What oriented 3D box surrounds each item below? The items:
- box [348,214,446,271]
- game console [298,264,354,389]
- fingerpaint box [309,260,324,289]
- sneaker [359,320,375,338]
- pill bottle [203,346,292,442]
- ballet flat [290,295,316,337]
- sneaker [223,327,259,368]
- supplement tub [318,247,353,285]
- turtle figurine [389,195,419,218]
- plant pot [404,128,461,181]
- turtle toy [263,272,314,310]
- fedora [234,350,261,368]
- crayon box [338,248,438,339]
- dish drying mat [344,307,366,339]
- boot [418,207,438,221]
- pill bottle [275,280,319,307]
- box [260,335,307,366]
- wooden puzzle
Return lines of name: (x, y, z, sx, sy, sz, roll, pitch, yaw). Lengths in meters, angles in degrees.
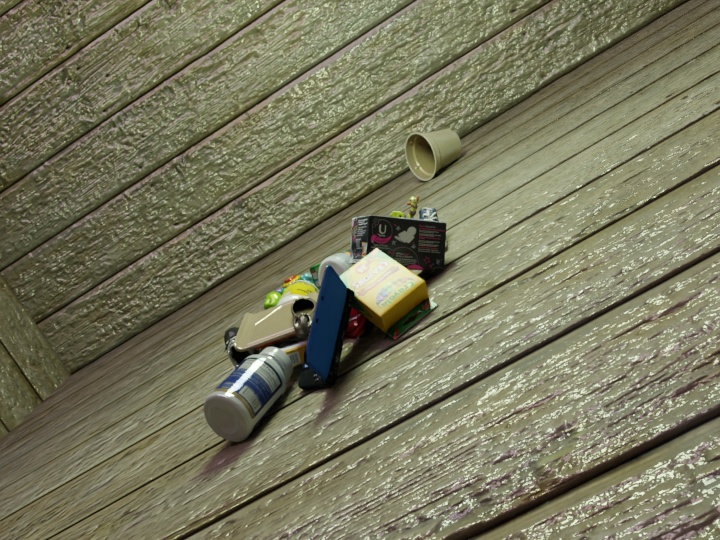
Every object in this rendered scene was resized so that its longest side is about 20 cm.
box: (0.086, -0.064, 1.705, 0.196, 0.117, 0.132, 5, -1, -20)
game console: (-0.090, 0.115, 1.436, 0.169, 0.117, 0.204, -20, 50, 50)
fingerpaint box: (-0.032, -0.015, 2.014, 0.164, 0.075, 0.199, -20, 0, -22)
sneaker: (-0.031, 0.113, 1.611, 0.199, 0.077, 0.113, -41, 20, 28)
pill bottle: (-0.220, 0.242, 1.476, 0.110, 0.112, 0.200, -23, 14, 35)
ballet flat: (-0.127, 0.091, 1.622, 0.066, 0.047, 0.200, -14, 18, 1)
sneaker: (-0.283, 0.184, 1.724, 0.074, 0.089, 0.200, -38, 43, -6)
supplement tub: (0.000, 0.000, 1.825, 0.121, 0.125, 0.198, -19, 3, 46)
turtle figurine: (0.115, -0.101, 1.932, 0.203, 0.064, 0.161, -67, -17, 10)
plant pot: (0.315, -0.498, 3.029, 0.181, 0.204, 0.199, -24, 6, -29)
turtle toy: (-0.199, 0.076, 2.144, 0.199, 0.102, 0.145, -40, 14, -36)
fedora: (-0.272, 0.197, 1.856, 0.175, 0.091, 0.200, -27, 13, 26)
crayon box: (0.051, 0.044, 1.507, 0.126, 0.051, 0.199, -36, 45, -20)
dish drying mat: (-0.002, 0.064, 1.561, 0.076, 0.018, 0.202, 0, 45, 32)
boot: (0.180, -0.112, 1.908, 0.071, 0.092, 0.200, -5, 10, -4)
pill bottle: (-0.164, 0.106, 1.900, 0.111, 0.114, 0.200, -29, 12, 10)
box: (-0.153, 0.181, 1.667, 0.117, 0.042, 0.199, -17, 4, -20)
wooden puzzle: (-0.189, 0.125, 1.713, 0.196, 0.038, 0.186, -16, 21, 7)
